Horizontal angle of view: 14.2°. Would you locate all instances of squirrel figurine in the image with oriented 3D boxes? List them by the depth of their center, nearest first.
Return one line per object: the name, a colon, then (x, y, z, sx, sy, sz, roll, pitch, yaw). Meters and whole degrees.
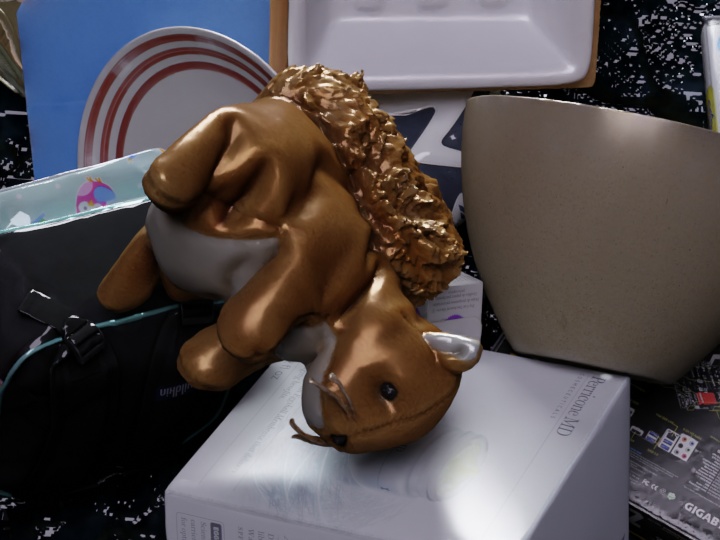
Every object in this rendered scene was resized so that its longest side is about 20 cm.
squirrel figurine: (-0.010, -0.003, 1.512, 0.186, 0.142, 0.200, 40, 51, 7)

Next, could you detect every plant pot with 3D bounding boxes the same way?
plant pot: (0.143, -0.011, 1.622, 0.199, 0.200, 0.135, 12, 87, 9)

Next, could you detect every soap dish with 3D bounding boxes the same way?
soap dish: (0.043, -0.187, 1.708, 0.199, 0.158, 0.081, -2, 22, -8)

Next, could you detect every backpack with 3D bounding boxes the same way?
backpack: (-0.156, 0.036, 1.655, 0.175, 0.201, 0.154, -19, 58, -23)

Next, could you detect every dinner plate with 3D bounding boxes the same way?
dinner plate: (-0.089, -0.047, 1.714, 0.200, 0.201, 0.024, 41, 37, 20)

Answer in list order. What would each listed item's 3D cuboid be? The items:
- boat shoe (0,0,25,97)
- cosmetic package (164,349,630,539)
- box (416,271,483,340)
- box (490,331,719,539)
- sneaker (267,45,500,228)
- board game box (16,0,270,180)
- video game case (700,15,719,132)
boat shoe: (-0.217, -0.154, 1.823, 0.200, 0.063, 0.073, 34, 70, 1)
cosmetic package: (0.025, 0.136, 1.572, 0.199, 0.124, 0.199, 11, 31, 19)
box: (0.000, 0.000, 1.682, 0.041, 0.039, 0.200, -8, 20, -32)
box: (0.179, 0.072, 1.697, 0.199, 0.049, 0.160, 28, 68, 16)
sneaker: (0.022, -0.099, 1.775, 0.129, 0.080, 0.199, -21, 50, -22)
board game box: (-0.125, -0.109, 1.773, 0.157, 0.039, 0.201, -4, 103, 6)
video game case: (0.311, -0.082, 1.750, 0.199, 0.026, 0.182, -1, 53, 2)
